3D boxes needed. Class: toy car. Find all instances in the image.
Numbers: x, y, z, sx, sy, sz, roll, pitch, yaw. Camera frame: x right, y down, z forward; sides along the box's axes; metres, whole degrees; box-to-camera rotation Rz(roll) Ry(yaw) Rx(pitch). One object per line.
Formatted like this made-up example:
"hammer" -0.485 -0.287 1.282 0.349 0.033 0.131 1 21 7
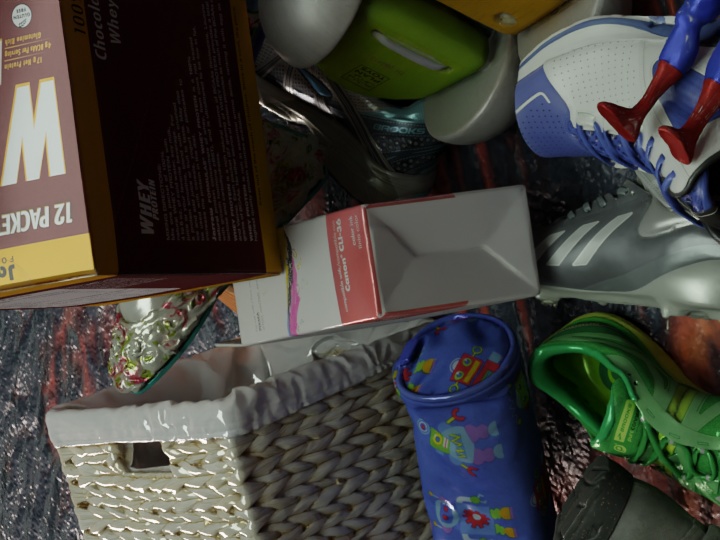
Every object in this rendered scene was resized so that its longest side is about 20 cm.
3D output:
"toy car" 0.049 -0.180 1.314 0.200 0.174 0.151 -34 42 46

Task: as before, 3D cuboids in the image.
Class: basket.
"basket" -0.061 0.133 1.470 0.197 0.199 0.162 -7 98 47

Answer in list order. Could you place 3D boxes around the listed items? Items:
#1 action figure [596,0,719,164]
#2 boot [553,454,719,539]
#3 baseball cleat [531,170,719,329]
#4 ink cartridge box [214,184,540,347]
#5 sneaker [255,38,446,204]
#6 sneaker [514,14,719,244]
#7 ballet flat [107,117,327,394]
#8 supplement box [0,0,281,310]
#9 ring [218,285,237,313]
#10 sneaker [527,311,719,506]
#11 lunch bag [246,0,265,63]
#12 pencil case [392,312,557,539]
"action figure" 0.185 -0.164 1.141 0.065 0.099 0.201 26 77 39
"boot" 0.150 0.209 1.318 0.130 0.068 0.201 29 123 -3
"baseball cleat" 0.150 -0.025 1.311 0.199 0.069 0.107 9 93 41
"ink cartridge box" 0.000 0.000 1.346 0.200 0.116 0.068 -13 85 57
"sneaker" -0.015 -0.130 1.448 0.200 0.077 0.087 42 121 20
"sneaker" 0.165 -0.073 1.205 0.198 0.081 0.116 -8 56 36
"ballet flat" -0.103 -0.016 1.408 0.200 0.064 0.076 -50 31 2
"supplement box" -0.158 -0.084 1.254 0.132 0.200 0.199 -10 86 26
"ring" -0.121 -0.039 1.540 0.200 0.019 0.201 44 168 12
"sneaker" 0.174 0.093 1.292 0.199 0.083 0.075 30 121 37
"lunch bag" -0.124 -0.173 1.393 0.151 0.094 0.201 46 119 28
"pencil case" 0.071 0.122 1.368 0.086 0.078 0.201 1 127 21
